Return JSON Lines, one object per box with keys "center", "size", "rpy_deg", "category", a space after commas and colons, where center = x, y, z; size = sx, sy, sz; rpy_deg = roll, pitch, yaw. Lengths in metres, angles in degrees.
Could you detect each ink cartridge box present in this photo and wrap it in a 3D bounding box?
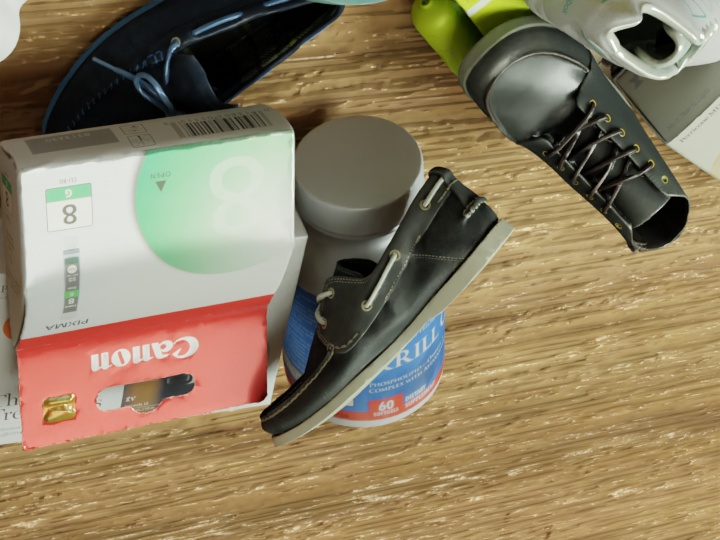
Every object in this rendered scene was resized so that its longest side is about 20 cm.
{"center": [-0.119, 0.012, 1.238], "size": [0.160, 0.050, 0.201], "rpy_deg": [-10, 118, -20], "category": "ink cartridge box"}

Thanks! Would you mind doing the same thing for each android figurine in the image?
{"center": [0.113, -0.193, 1.323], "size": [0.182, 0.041, 0.200], "rpy_deg": [-39, 145, 8], "category": "android figurine"}

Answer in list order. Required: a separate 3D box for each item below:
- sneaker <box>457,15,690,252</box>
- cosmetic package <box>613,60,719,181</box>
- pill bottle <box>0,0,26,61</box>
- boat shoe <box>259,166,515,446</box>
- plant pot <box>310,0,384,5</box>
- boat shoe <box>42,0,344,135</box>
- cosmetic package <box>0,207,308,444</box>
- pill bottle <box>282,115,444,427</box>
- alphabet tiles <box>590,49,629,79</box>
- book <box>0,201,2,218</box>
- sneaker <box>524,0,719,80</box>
{"center": [0.143, -0.085, 1.354], "size": [0.075, 0.106, 0.200], "rpy_deg": [-43, 147, 16], "category": "sneaker"}
{"center": [0.275, -0.113, 1.506], "size": [0.104, 0.073, 0.200], "rpy_deg": [-45, 144, 17], "category": "cosmetic package"}
{"center": [-0.246, -0.129, 1.087], "size": [0.199, 0.113, 0.113], "rpy_deg": [-34, 143, 0], "category": "pill bottle"}
{"center": [0.004, 0.024, 1.312], "size": [0.200, 0.068, 0.072], "rpy_deg": [-47, -178, 15], "category": "boat shoe"}
{"center": [-0.017, -0.231, 1.101], "size": [0.200, 0.161, 0.201], "rpy_deg": [-20, 141, -17], "category": "plant pot"}
{"center": [-0.098, -0.119, 1.239], "size": [0.200, 0.069, 0.084], "rpy_deg": [-41, 142, 10], "category": "boat shoe"}
{"center": [-0.142, 0.029, 1.319], "size": [0.199, 0.052, 0.151], "rpy_deg": [-8, 135, -22], "category": "cosmetic package"}
{"center": [0.000, 0.000, 1.405], "size": [0.112, 0.112, 0.201], "rpy_deg": [-21, 141, -15], "category": "pill bottle"}
{"center": [0.177, -0.191, 1.412], "size": [0.199, 0.008, 0.168], "rpy_deg": [-23, 141, -14], "category": "alphabet tiles"}
{"center": [-0.165, 0.013, 1.358], "size": [0.199, 0.048, 0.134], "rpy_deg": [-6, 136, -29], "category": "book"}
{"center": [0.182, -0.146, 1.332], "size": [0.200, 0.080, 0.071], "rpy_deg": [4, 127, -48], "category": "sneaker"}
